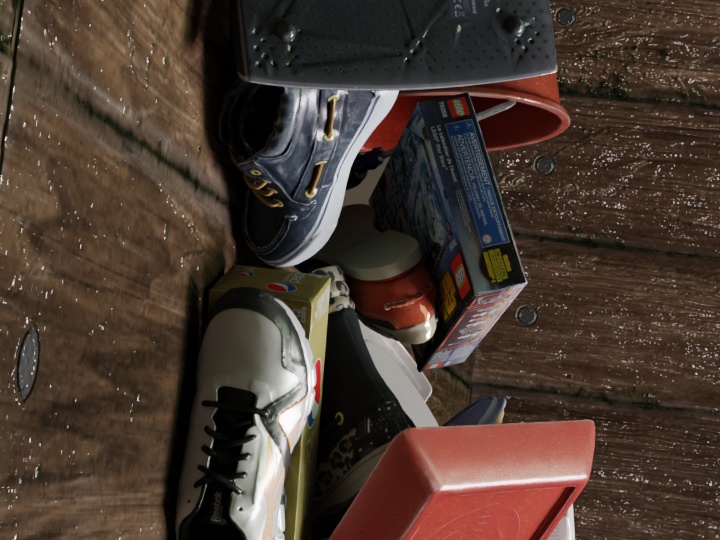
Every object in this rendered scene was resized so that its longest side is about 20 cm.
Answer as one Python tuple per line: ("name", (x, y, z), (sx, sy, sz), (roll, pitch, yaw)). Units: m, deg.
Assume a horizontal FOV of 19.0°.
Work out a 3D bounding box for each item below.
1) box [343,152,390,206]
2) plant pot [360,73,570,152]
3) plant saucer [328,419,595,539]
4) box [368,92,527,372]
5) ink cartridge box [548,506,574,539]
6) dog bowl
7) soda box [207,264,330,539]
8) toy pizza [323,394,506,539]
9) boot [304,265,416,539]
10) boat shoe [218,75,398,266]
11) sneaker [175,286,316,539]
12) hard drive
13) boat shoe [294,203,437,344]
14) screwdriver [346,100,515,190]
("box", (0.003, -0.020, 1.754), (0.200, 0.068, 0.082), (79, 19, -68))
("plant pot", (0.049, -0.199, 1.561), (0.201, 0.201, 0.195), (53, 36, -79))
("plant saucer", (0.056, 0.186, 1.429), (0.200, 0.037, 0.200), (2, 127, -46))
("box", (0.056, -0.022, 1.478), (0.200, 0.040, 0.137), (120, -43, -71))
("ink cartridge box", (0.105, 0.255, 1.615), (0.067, 0.116, 0.200), (-76, 163, -65))
("dog bowl", (0.022, 0.126, 1.709), (0.200, 0.059, 0.200), (53, 13, -18))
("soda box", (-0.063, 0.101, 1.364), (0.064, 0.068, 0.200), (-53, 149, -73))
("toy pizza", (0.034, 0.164, 1.510), (0.200, 0.032, 0.200), (-43, -178, 2))
("boot", (-0.040, 0.100, 1.459), (0.204, 0.073, 0.154), (-38, -110, 48))
("boat shoe", (-0.054, -0.070, 1.332), (0.071, 0.091, 0.200), (55, -40, 25))
("sneaker", (-0.072, 0.110, 1.294), (0.080, 0.074, 0.200), (-48, 143, -72))
("hard drive", (0.014, -0.168, 1.250), (0.042, 0.200, 0.135), (163, -79, -64))
("boat shoe", (0.000, 0.000, 1.502), (0.200, 0.071, 0.063), (29, -36, 65))
("screwdriver", (0.026, -0.089, 1.519), (0.029, 0.200, 0.028), (34, 49, -32))
